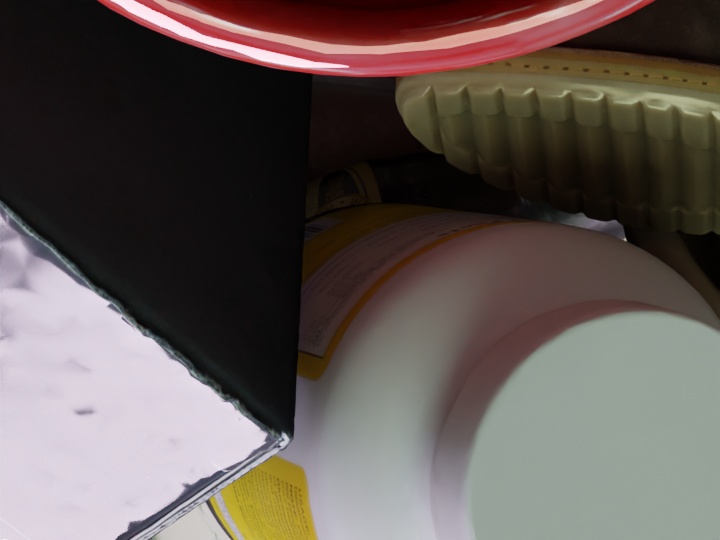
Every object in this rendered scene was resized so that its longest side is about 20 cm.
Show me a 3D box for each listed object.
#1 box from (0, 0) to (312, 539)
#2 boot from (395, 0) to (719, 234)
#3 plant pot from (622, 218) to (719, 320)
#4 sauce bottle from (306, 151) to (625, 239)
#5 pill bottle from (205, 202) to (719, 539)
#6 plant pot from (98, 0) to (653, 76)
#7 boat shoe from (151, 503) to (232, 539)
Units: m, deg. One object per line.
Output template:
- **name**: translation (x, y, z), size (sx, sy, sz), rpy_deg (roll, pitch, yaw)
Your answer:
- **box**: translation (-0.122, -0.005, 0.771), size (0.197, 0.200, 0.124), rpy_deg (-33, 121, 24)
- **boot**: translation (0.109, -0.096, 0.739), size (0.200, 0.167, 0.072), rpy_deg (3, 156, -3)
- **plant pot**: translation (0.172, -0.001, 0.821), size (0.200, 0.200, 0.175), rpy_deg (-7, 149, 3)
- **sauce bottle**: translation (0.000, 0.000, 0.881), size (0.200, 0.066, 0.066), rpy_deg (-24, 129, 15)
- **pill bottle**: translation (0.030, 0.042, 0.736), size (0.112, 0.200, 0.112), rpy_deg (-1, 94, -17)
- **plant pot**: translation (0.002, -0.173, 0.640), size (0.200, 0.183, 0.201), rpy_deg (-2, 133, -2)
- **boat shoe**: translation (-0.015, 0.103, 0.873), size (0.060, 0.072, 0.202), rpy_deg (-34, 108, -25)
